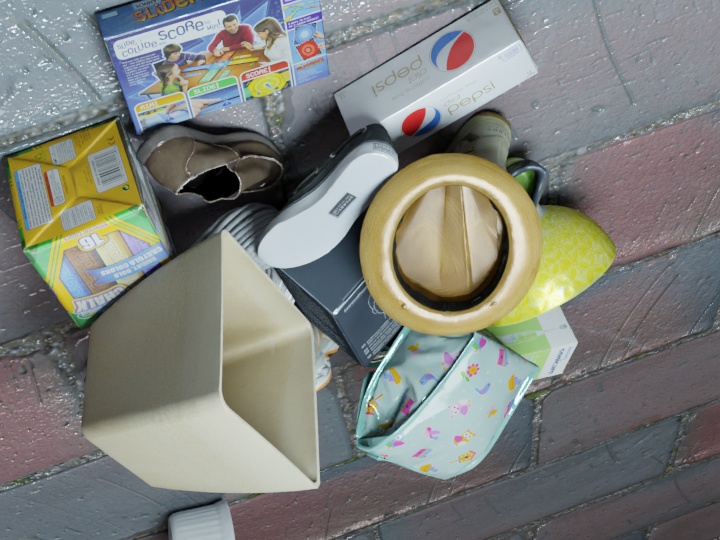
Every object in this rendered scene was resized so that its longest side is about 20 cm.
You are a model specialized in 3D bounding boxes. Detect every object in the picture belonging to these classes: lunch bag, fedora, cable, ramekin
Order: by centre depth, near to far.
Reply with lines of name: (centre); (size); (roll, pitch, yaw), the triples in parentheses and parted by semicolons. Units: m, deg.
fedora: (0.091, -0.033, 1.220); (0.200, 0.082, 0.201); (0, 114, -1)
cable: (-0.142, 0.019, 1.340); (0.200, 0.069, 0.200); (-40, 156, -35)
lunch bag: (0.097, 0.156, 1.444); (0.170, 0.122, 0.200); (28, 97, -47)
ramekin: (-0.256, 0.479, 1.913); (0.097, 0.201, 0.201); (-4, 145, -13)

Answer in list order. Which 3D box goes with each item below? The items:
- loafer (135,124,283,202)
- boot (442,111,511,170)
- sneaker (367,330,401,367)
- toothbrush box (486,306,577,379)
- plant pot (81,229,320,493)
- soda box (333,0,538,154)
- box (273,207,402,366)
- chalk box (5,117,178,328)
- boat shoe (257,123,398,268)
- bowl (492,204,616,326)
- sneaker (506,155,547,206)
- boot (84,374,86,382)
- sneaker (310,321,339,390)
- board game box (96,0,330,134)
loafer: (-0.145, -0.096, 1.207); (0.073, 0.071, 0.200); (-41, 160, 28)
boot: (0.108, -0.066, 1.345); (0.072, 0.155, 0.200); (24, 127, -17)
sneaker: (0.029, 0.089, 1.605); (0.071, 0.080, 0.200); (-13, 147, -14)
toothbrush box: (0.173, 0.082, 1.624); (0.200, 0.146, 0.086); (-13, 147, -16)
plant pot: (-0.166, 0.114, 1.184); (0.177, 0.200, 0.200); (-19, 141, 17)
soda box: (0.077, -0.195, 1.225); (0.200, 0.068, 0.064); (-29, 147, 11)
box: (0.000, 0.000, 1.362); (0.148, 0.107, 0.200); (-47, 158, -10)
chalk box: (-0.262, -0.034, 1.206); (0.124, 0.125, 0.200); (-20, 147, -4)
boat shoe: (-0.033, -0.075, 1.225); (0.069, 0.057, 0.200); (30, 126, -30)
bowl: (0.211, -0.028, 1.498); (0.200, 0.200, 0.108); (-29, 104, 11)
sneaker: (0.158, -0.050, 1.394); (0.074, 0.200, 0.081); (26, 172, -8)
boot: (-0.227, 0.156, 1.502); (0.165, 0.066, 0.200); (7, 169, 42)
sneaker: (-0.074, 0.080, 1.474); (0.076, 0.200, 0.092); (-33, 107, 18)
board game box: (-0.132, -0.210, 1.105); (0.200, 0.035, 0.135); (-18, 148, -8)
